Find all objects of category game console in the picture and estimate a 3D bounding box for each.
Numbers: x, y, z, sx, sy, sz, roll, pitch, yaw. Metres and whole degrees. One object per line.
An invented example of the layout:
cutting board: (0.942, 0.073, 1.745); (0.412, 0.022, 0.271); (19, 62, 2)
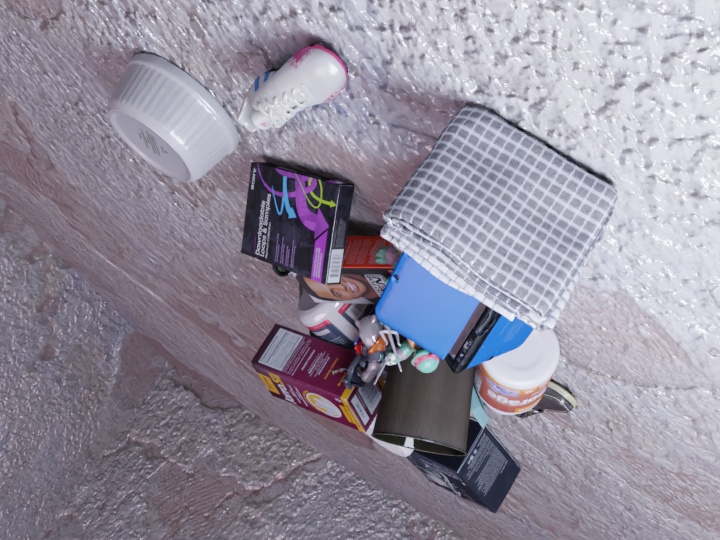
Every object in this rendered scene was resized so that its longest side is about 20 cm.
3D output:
game console: (0.138, 0.013, 1.098); (0.119, 0.169, 0.201); (55, 142, 26)

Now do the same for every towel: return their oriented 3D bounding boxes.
towel: (0.143, -0.054, 0.944); (0.199, 0.166, 0.086); (32, 156, 8)

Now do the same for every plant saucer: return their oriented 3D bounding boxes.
plant saucer: (0.155, 0.143, 1.462); (0.070, 0.019, 0.201); (54, -165, -55)

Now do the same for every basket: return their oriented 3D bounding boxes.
basket: (0.100, 0.148, 1.333); (0.134, 0.202, 0.180); (12, 167, -1)

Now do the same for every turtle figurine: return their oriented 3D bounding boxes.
turtle figurine: (0.062, 0.071, 1.243); (0.099, 0.202, 0.151); (-3, 141, -6)

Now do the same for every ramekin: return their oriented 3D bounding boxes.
ramekin: (-0.288, -0.219, 1.414); (0.201, 0.095, 0.203); (31, 162, 11)

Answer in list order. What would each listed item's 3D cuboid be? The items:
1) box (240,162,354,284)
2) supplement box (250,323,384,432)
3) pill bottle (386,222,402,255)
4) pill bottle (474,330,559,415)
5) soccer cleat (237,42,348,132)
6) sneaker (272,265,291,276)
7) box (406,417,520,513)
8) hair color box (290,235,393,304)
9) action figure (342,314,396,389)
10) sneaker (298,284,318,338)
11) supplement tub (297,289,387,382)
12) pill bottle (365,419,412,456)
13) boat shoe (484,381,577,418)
box: (-0.097, -0.073, 1.379); (0.036, 0.145, 0.199); (-3, -165, -44)
supplement box: (-0.067, 0.176, 1.551); (0.198, 0.086, 0.111); (16, 150, 31)
pill bottle: (0.122, -0.012, 1.167); (0.110, 0.112, 0.200); (18, 155, 42)
pill bottle: (0.223, 0.145, 1.378); (0.112, 0.113, 0.200); (30, 162, 15)
soccer cleat: (-0.082, -0.202, 1.100); (0.070, 0.087, 0.199); (42, 161, -21)
sneaker: (-0.141, -0.034, 1.621); (0.070, 0.084, 0.199); (24, 172, -35)
box: (0.205, 0.394, 2.022); (0.199, 0.125, 0.197); (16, 156, 45)
hair color box: (0.000, 0.000, 1.413); (0.198, 0.062, 0.102); (0, 145, 33)
action figure: (0.073, 0.116, 1.447); (0.193, 0.201, 0.104); (37, 161, -29)
sneaker: (-0.058, 0.084, 1.677); (0.201, 0.079, 0.071); (-108, 17, -46)
supplement tub: (0.005, 0.085, 1.575); (0.200, 0.141, 0.140); (43, 160, -22)
pill bottle: (0.090, 0.211, 1.636); (0.112, 0.201, 0.112); (31, 163, 11)
boat shoe: (0.267, 0.211, 1.538); (0.073, 0.065, 0.199); (46, 159, -25)
